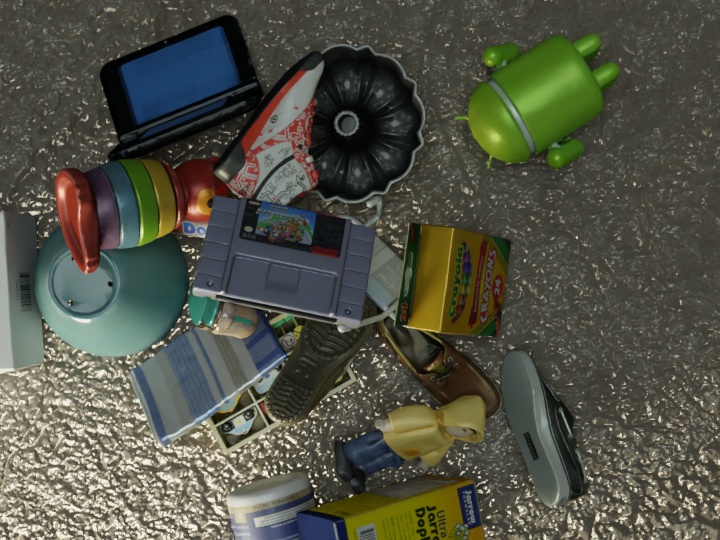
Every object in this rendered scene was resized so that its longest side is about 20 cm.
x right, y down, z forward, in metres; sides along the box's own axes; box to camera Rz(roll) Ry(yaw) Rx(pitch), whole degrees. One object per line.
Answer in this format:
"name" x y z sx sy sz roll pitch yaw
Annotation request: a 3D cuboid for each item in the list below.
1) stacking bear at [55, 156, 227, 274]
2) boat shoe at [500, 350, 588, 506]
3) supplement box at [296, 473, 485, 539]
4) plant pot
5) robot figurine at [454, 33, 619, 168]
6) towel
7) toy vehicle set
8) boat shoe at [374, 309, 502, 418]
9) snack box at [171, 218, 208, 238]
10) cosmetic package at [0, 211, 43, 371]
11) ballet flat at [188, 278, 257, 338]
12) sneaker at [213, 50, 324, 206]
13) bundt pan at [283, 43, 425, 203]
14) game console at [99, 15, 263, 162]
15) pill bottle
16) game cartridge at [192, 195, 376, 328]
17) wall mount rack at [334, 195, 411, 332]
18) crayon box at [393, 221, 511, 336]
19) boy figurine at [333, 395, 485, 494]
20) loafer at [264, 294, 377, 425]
"stacking bear" -0.255 -0.085 1.348 0.199 0.114 0.122 -14 116 -26
"boat shoe" 0.236 0.196 1.425 0.063 0.071 0.201 -11 80 -29
"supplement box" 0.040 0.329 1.367 0.199 0.109 0.110 -11 90 -28
"plant pot" -0.331 0.015 1.422 0.199 0.135 0.201 0 90 3
"robot figurine" 0.222 -0.214 1.397 0.200 0.116 0.176 -33 87 3
"towel" -0.199 0.122 1.425 0.200 0.024 0.147 -35 45 1
"toy vehicle set" -0.119 0.137 1.461 0.200 0.027 0.125 -30 88 3
"boat shoe" 0.096 0.123 1.427 0.200 0.068 0.072 37 92 3
"snack box" -0.166 -0.063 1.419 0.199 0.072 0.024 10 123 19
"cosmetic package" -0.528 0.032 1.440 0.199 0.123 0.200 -3 90 2
"ballet flat" -0.169 0.051 1.394 0.067 0.200 0.068 16 96 -19
"sneaker" -0.082 -0.164 1.372 0.108 0.067 0.202 40 77 -18
"bundt pan" -0.014 -0.184 1.428 0.201 0.076 0.203 0 90 7
"game console" -0.235 -0.233 1.414 0.199 0.176 0.117 -22 105 4
"pill bottle" -0.095 0.367 1.417 0.111 0.111 0.201 -14 89 3
"game cartridge" -0.087 -0.014 1.315 0.199 0.038 0.130 11 70 -5
"wall mount rack" 0.000 0.000 1.391 0.174 0.075 0.200 -38 66 -21
"crayon box" 0.116 0.014 1.361 0.051 0.200 0.128 8 91 32
"boy figurine" 0.071 0.217 1.413 0.199 0.065 0.124 -22 133 14
"loafer" -0.052 0.110 1.413 0.076 0.067 0.200 37 76 9
